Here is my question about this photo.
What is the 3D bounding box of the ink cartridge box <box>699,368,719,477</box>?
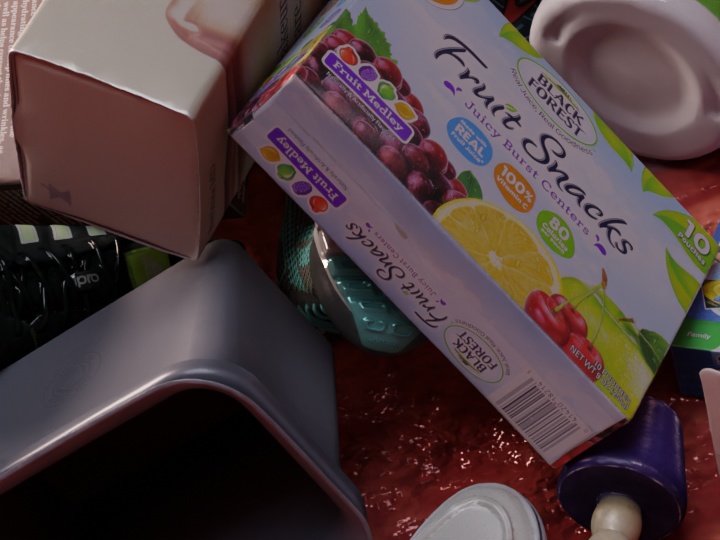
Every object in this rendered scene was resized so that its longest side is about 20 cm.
[{"bbox_3d":[0.242,0.079,1.176,0.200,0.117,0.067,16,53,30],"label":"ink cartridge box"}]

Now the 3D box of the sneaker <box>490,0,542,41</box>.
[{"bbox_3d":[0.071,-0.119,1.453,0.095,0.079,0.201,17,67,-9],"label":"sneaker"}]

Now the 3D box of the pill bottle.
[{"bbox_3d":[0.169,-0.159,1.440,0.111,0.111,0.200,11,51,27],"label":"pill bottle"}]

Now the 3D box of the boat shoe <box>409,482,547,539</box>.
[{"bbox_3d":[0.019,0.155,1.208,0.071,0.070,0.200,12,52,28],"label":"boat shoe"}]

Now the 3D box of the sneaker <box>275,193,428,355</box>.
[{"bbox_3d":[0.000,0.000,1.340,0.077,0.091,0.200,14,23,-11],"label":"sneaker"}]

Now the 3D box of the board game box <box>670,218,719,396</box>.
[{"bbox_3d":[0.251,0.007,1.304,0.199,0.035,0.136,6,49,24],"label":"board game box"}]

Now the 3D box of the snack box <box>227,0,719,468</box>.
[{"bbox_3d":[0.053,-0.034,1.263,0.053,0.200,0.142,-37,12,37],"label":"snack box"}]

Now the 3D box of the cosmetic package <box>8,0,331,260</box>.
[{"bbox_3d":[-0.066,-0.117,1.275,0.087,0.104,0.200,20,56,12],"label":"cosmetic package"}]

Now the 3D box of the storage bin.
[{"bbox_3d":[-0.090,0.089,1.262,0.200,0.146,0.134,-30,29,23],"label":"storage bin"}]

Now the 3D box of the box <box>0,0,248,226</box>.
[{"bbox_3d":[-0.153,-0.075,1.400,0.199,0.075,0.100,-3,71,23],"label":"box"}]

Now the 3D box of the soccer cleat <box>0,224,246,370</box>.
[{"bbox_3d":[-0.131,0.005,1.341,0.081,0.068,0.200,-14,-3,37],"label":"soccer cleat"}]

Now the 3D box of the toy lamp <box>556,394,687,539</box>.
[{"bbox_3d":[0.095,0.136,1.213,0.058,0.058,0.200,2,46,20],"label":"toy lamp"}]
